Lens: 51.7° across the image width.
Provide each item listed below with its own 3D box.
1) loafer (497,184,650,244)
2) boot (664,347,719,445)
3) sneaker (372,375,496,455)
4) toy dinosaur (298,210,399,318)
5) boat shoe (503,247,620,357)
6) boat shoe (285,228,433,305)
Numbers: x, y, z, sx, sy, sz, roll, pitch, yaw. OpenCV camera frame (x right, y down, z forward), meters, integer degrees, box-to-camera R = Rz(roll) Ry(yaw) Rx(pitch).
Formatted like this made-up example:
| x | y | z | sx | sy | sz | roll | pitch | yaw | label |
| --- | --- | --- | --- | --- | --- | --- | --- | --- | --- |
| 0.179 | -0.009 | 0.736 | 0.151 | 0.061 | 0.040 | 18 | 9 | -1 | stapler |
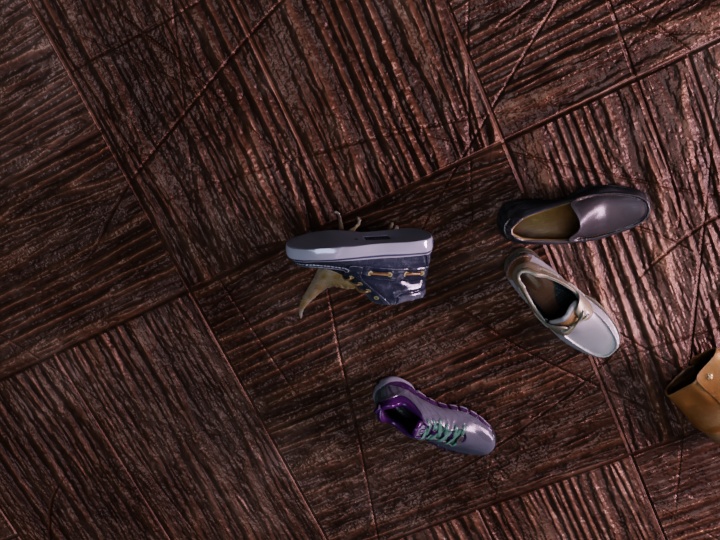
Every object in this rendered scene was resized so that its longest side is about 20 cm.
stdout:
| x | y | z | sx | sy | sz | roll | pitch | yaw | label |
| --- | --- | --- | --- | --- | --- | --- | --- | --- | --- |
| 0.279 | -0.064 | 0.962 | 0.196 | 0.072 | 0.074 | -11 | 106 | 8 | loafer |
| 0.531 | 0.151 | 1.008 | 0.144 | 0.071 | 0.201 | 43 | 112 | -12 | boot |
| 0.104 | 0.230 | 1.069 | 0.197 | 0.088 | 0.075 | 24 | 109 | -2 | sneaker |
| -0.040 | -0.011 | 1.020 | 0.199 | 0.058 | 0.101 | -38 | 102 | 16 | toy dinosaur |
| 0.274 | 0.055 | 1.004 | 0.199 | 0.069 | 0.075 | 38 | 108 | -7 | boat shoe |
| 0.000 | 0.000 | 0.972 | 0.196 | 0.071 | 0.093 | -2 | 112 | -13 | boat shoe |
